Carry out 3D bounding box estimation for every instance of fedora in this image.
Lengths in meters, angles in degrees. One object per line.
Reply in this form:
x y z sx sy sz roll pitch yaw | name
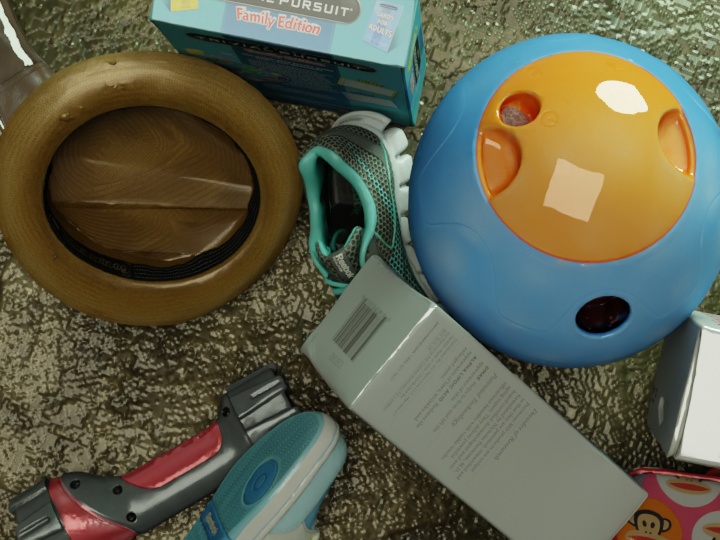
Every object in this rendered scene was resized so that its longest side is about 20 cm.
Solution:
-0.139 -0.062 1.027 0.198 0.082 0.203 -5 117 -9 | fedora

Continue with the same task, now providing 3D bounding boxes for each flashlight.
-0.131 0.130 1.040 0.199 0.068 0.068 -32 128 -3 | flashlight

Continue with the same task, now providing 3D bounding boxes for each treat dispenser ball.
0.128 -0.043 0.964 0.198 0.201 0.204 0 86 4 | treat dispenser ball

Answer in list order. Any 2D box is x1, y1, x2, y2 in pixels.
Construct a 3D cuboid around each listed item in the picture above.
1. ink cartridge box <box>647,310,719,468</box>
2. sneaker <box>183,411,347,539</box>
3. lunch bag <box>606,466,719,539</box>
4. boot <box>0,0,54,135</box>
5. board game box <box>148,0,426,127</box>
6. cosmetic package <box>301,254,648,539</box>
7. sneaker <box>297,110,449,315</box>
0.287 0.085 0.969 0.197 0.148 0.087 13 94 3 | ink cartridge box
-0.043 0.193 1.005 0.130 0.080 0.201 34 102 -20 | sneaker
0.241 0.197 0.979 0.197 0.082 0.178 11 52 4 | lunch bag
-0.301 -0.124 1.066 0.185 0.064 0.201 -33 88 -12 | boot
-0.037 -0.142 0.983 0.149 0.200 0.048 11 86 4 | board game box
0.069 0.092 0.964 0.200 0.113 0.081 39 91 -25 | cosmetic package
0.000 0.000 1.014 0.077 0.091 0.202 -15 92 26 | sneaker
